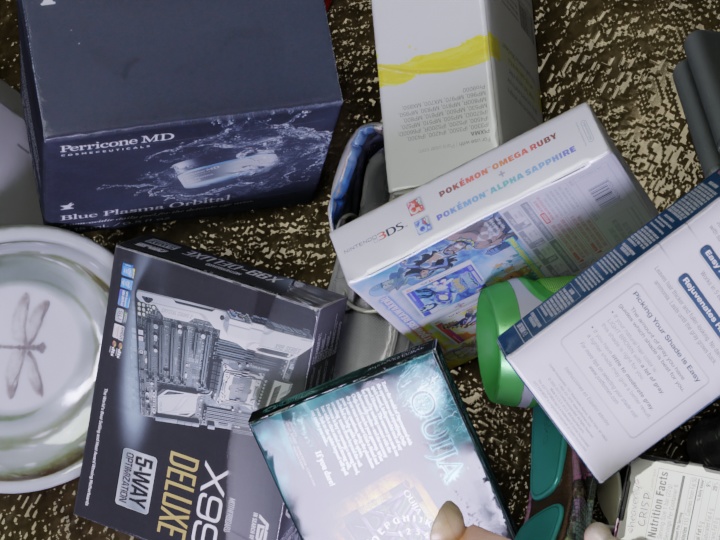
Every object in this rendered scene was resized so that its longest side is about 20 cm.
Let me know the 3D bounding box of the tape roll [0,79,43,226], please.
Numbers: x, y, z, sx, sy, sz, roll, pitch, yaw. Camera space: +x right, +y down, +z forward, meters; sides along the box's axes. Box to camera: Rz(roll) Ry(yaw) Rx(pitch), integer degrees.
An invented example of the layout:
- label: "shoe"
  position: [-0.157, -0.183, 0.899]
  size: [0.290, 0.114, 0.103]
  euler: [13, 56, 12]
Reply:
- label: "tape roll"
  position: [-0.329, -0.066, 1.592]
  size: [0.201, 0.139, 0.204]
  euler: [-9, 67, 21]

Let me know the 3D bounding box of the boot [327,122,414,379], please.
- label: "boot"
  position: [0.000, 0.000, 1.508]
  size: [0.073, 0.096, 0.201]
  euler: [4, 79, 19]

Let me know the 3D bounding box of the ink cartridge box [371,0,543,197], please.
- label: "ink cartridge box"
  position: [0.067, -0.134, 1.490]
  size: [0.083, 0.145, 0.201]
  euler: [-10, 75, 16]

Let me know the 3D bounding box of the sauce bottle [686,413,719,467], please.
- label: "sauce bottle"
  position: [0.267, 0.086, 1.359]
  size: [0.064, 0.200, 0.065]
  euler: [7, 71, -23]

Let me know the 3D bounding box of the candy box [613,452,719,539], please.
- label: "candy box"
  position: [0.267, 0.166, 1.363]
  size: [0.199, 0.136, 0.061]
  euler: [11, 81, 21]

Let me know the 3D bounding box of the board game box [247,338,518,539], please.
- label: "board game box"
  position: [0.027, 0.160, 1.449]
  size: [0.135, 0.028, 0.201]
  euler: [-22, 101, 9]

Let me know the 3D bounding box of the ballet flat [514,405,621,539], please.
- label: "ballet flat"
  position: [0.134, 0.161, 1.417]
  size: [0.069, 0.071, 0.201]
  euler: [-39, 29, 49]

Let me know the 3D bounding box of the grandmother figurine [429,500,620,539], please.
- label: "grandmother figurine"
  position: [0.125, 0.205, 1.254]
  size: [0.199, 0.061, 0.122]
  euler: [18, 92, 23]

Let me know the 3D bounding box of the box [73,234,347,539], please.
- label: "box"
  position: [-0.103, 0.093, 1.508]
  size: [0.157, 0.050, 0.201]
  euler: [17, 107, 21]

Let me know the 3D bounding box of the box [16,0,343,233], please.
- label: "box"
  position: [-0.125, -0.116, 1.486]
  size: [0.195, 0.200, 0.118]
  euler: [-8, 73, -10]

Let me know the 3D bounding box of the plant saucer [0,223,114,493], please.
- label: "plant saucer"
  position: [-0.242, 0.057, 1.555]
  size: [0.200, 0.200, 0.050]
  euler: [-47, 27, 3]

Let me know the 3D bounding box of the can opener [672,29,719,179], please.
- label: "can opener"
  position: [0.251, -0.075, 1.436]
  size: [0.066, 0.053, 0.201]
  euler: [1, 46, -17]

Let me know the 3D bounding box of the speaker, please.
- label: "speaker"
  position: [0.178, 0.040, 1.415]
  size: [0.199, 0.088, 0.089]
  euler: [-4, 75, -8]

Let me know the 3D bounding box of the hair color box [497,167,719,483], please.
- label: "hair color box"
  position: [0.191, 0.025, 1.331]
  size: [0.200, 0.061, 0.100]
  euler: [-37, 100, 4]

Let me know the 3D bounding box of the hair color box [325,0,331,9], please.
- label: "hair color box"
  position: [-0.126, -0.232, 1.594]
  size: [0.199, 0.111, 0.064]
  euler: [21, 84, 20]

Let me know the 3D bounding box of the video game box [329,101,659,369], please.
- label: "video game box"
  position: [0.097, -0.016, 1.426]
  size: [0.182, 0.200, 0.047]
  euler: [-29, 64, 9]
